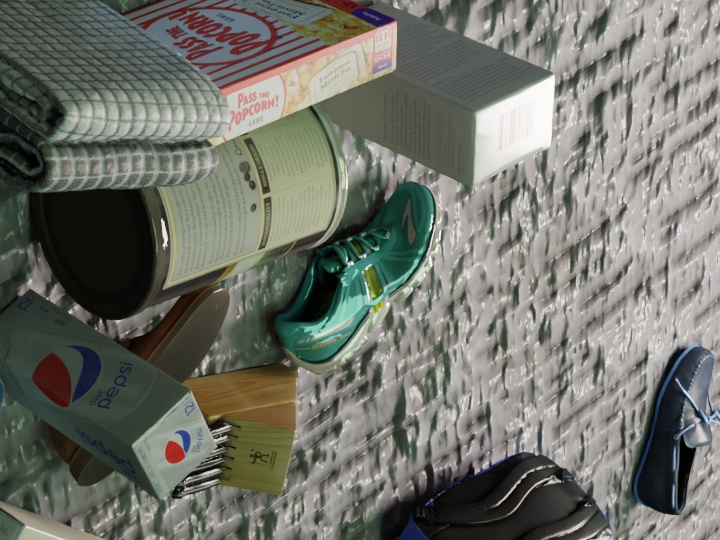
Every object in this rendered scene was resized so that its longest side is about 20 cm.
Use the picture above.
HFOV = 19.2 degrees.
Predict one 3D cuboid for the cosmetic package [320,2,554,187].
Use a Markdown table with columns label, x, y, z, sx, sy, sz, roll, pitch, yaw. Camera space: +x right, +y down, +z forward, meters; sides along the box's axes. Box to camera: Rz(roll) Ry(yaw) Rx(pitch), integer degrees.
| label | x | y | z | sx | sy | sz | roll | pitch | yaw |
| --- | --- | --- | --- | --- | --- | --- | --- | --- | --- |
| cosmetic package | 0.052 | -0.147 | 1.752 | 0.101 | 0.200 | 0.071 | -27 | 131 | -37 |

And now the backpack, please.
| label | x | y | z | sx | sy | sz | roll | pitch | yaw |
| --- | --- | --- | --- | --- | --- | --- | --- | --- | --- |
| backpack | 0.139 | 0.285 | 2.160 | 0.200 | 0.163 | 0.168 | -30 | 161 | -35 |

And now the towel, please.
| label | x | y | z | sx | sy | sz | roll | pitch | yaw |
| --- | --- | --- | --- | --- | --- | --- | --- | --- | --- |
| towel | -0.211 | -0.122 | 1.463 | 0.165 | 0.200 | 0.086 | -7 | 124 | -48 |

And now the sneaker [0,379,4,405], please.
| label | x | y | z | sx | sy | sz | roll | pitch | yaw |
| --- | --- | --- | --- | --- | --- | --- | --- | --- | --- |
| sneaker | -0.320 | 0.122 | 1.550 | 0.200 | 0.111 | 0.077 | -6 | 116 | -48 |

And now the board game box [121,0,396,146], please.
| label | x | y | z | sx | sy | sz | roll | pitch | yaw |
| --- | --- | --- | --- | --- | --- | --- | --- | --- | --- |
| board game box | -0.095 | -0.164 | 1.610 | 0.200 | 0.151 | 0.046 | -27 | 131 | -38 |

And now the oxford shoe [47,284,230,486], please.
| label | x | y | z | sx | sy | sz | roll | pitch | yaw |
| --- | --- | --- | --- | --- | --- | --- | --- | --- | --- |
| oxford shoe | -0.181 | 0.076 | 1.686 | 0.200 | 0.071 | 0.071 | -49 | 157 | 14 |

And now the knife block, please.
| label | x | y | z | sx | sy | sz | roll | pitch | yaw |
| --- | --- | --- | --- | --- | --- | --- | --- | --- | --- |
| knife block | -0.143 | 0.129 | 1.819 | 0.200 | 0.175 | 0.064 | -94 | -163 | -71 |

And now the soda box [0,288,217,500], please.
| label | x | y | z | sx | sy | sz | roll | pitch | yaw |
| --- | --- | --- | --- | --- | --- | --- | --- | --- | --- |
| soda box | -0.201 | 0.090 | 1.598 | 0.063 | 0.200 | 0.068 | -43 | 138 | -22 |

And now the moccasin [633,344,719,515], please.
| label | x | y | z | sx | sy | sz | roll | pitch | yaw |
| --- | --- | --- | --- | --- | --- | --- | --- | --- | --- |
| moccasin | 0.378 | 0.185 | 2.446 | 0.080 | 0.068 | 0.201 | -10 | 118 | -47 |

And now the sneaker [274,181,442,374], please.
| label | x | y | z | sx | sy | sz | roll | pitch | yaw |
| --- | --- | --- | --- | --- | --- | --- | --- | --- | --- |
| sneaker | 0.000 | 0.000 | 1.889 | 0.200 | 0.077 | 0.080 | -53 | 133 | -12 |

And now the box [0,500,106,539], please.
| label | x | y | z | sx | sy | sz | roll | pitch | yaw |
| --- | --- | --- | --- | --- | --- | --- | --- | --- | --- |
| box | -0.251 | 0.251 | 1.746 | 0.200 | 0.068 | 0.082 | 35 | 84 | -52 |

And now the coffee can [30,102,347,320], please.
| label | x | y | z | sx | sy | sz | roll | pitch | yaw |
| --- | --- | --- | --- | --- | --- | --- | --- | --- | --- |
| coffee can | -0.129 | -0.060 | 1.635 | 0.200 | 0.146 | 0.147 | -21 | 127 | -41 |
